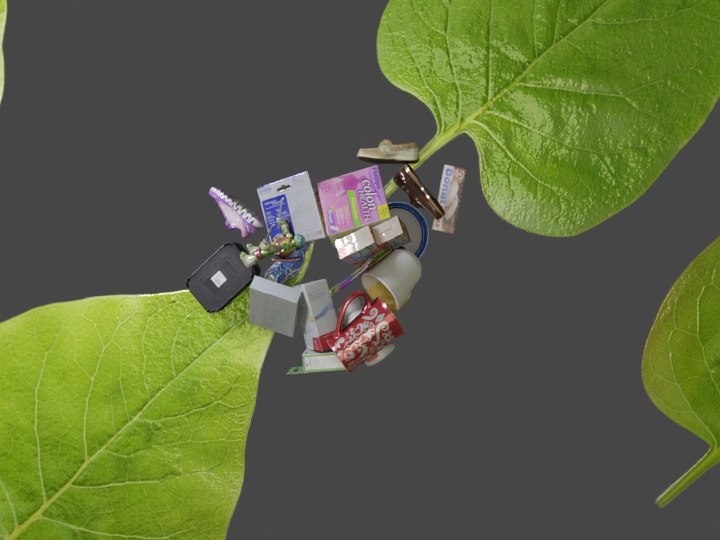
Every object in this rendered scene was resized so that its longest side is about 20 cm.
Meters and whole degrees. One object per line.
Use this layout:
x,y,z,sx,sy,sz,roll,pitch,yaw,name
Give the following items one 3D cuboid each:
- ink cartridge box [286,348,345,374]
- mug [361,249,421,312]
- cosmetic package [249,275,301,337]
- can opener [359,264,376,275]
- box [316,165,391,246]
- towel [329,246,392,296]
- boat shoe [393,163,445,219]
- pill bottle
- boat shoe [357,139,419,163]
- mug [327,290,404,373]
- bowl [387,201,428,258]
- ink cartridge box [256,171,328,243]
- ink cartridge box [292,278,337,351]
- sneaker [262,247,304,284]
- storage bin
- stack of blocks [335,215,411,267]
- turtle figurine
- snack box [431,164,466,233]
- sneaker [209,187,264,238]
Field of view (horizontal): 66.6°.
-0.129,0.277,1.712,0.194,0.104,0.061,-6,93,2,ink cartridge box
0.101,0.024,1.647,0.149,0.187,0.153,43,67,6,mug
-0.262,0.113,1.668,0.147,0.202,0.052,16,52,-1,cosmetic package
0.015,-0.030,1.719,0.052,0.066,0.203,-31,84,7,can opener
-0.015,-0.194,1.656,0.195,0.097,0.180,-15,70,4,box
0.000,0.000,1.609,0.199,0.143,0.023,-37,90,38,towel
0.180,-0.231,1.694,0.070,0.070,0.201,-41,77,19,boat shoe
0.012,0.183,1.700,0.110,0.111,0.202,-33,92,3,pill bottle
0.086,-0.369,1.694,0.195,0.074,0.068,1,90,-9,boat shoe
0.000,0.174,1.586,0.199,0.134,0.179,-38,76,-7,mug
0.115,-0.112,1.718,0.195,0.039,0.206,0,93,1,bowl
-0.208,-0.180,1.686,0.194,0.047,0.205,-12,93,26,ink cartridge box
-0.134,0.135,1.675,0.081,0.145,0.205,-17,93,-23,ink cartridge box
-0.247,0.008,1.714,0.075,0.077,0.201,40,91,1,sneaker
-0.426,0.021,1.711,0.199,0.094,0.136,-42,92,2,storage bin
0.038,-0.086,1.618,0.196,0.115,0.060,-24,69,15,stack of blocks
-0.272,-0.102,1.624,0.191,0.200,0.147,-23,54,19,turtle figurine
0.276,-0.222,1.716,0.070,0.024,0.205,11,93,2,snack box
-0.400,-0.176,1.710,0.199,0.081,0.089,40,101,-2,sneaker
